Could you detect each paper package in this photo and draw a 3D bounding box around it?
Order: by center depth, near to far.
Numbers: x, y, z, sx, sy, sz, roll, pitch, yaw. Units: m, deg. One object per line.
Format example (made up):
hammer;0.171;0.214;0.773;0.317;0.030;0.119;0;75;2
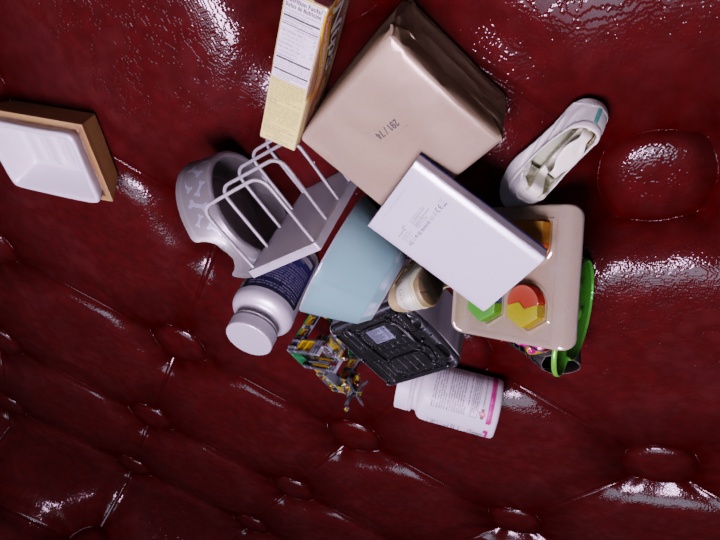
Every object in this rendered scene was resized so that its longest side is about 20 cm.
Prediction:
paper package;0.056;-0.195;0.759;0.190;0.104;0.199;38;136;-16

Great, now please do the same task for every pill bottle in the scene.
pill bottle;-0.153;0.042;1.024;0.110;0.201;0.112;12;138;11
pill bottle;0.171;0.245;1.159;0.197;0.114;0.114;13;138;10

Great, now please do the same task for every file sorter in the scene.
file sorter;-0.103;-0.117;0.842;0.138;0.201;0.125;-19;121;37

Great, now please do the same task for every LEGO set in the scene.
LEGO set;-0.032;0.150;1.121;0.115;0.154;0.201;-2;128;49

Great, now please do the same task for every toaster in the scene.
toaster;0.075;0.093;1.039;0.199;0.119;0.181;-26;120;41

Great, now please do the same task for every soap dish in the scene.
soap dish;-0.526;-0.207;1.021;0.197;0.082;0.159;11;138;12

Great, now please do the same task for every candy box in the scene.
candy box;-0.066;-0.264;0.730;0.055;0.116;0.201;22;139;-1

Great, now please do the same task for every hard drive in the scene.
hard drive;0.121;-0.043;0.772;0.199;0.025;0.132;36;136;-4

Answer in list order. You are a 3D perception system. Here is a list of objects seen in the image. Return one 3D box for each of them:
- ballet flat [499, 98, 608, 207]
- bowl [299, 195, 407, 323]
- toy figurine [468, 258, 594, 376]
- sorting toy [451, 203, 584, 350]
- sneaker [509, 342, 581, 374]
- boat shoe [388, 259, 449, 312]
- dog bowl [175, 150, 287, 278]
ballet flat;0.240;-0.134;0.769;0.069;0.070;0.200;28;139;-7
bowl;0.000;0.000;0.903;0.104;0.202;0.202;30;139;3
toy figurine;0.236;0.059;0.901;0.182;0.200;0.152;10;131;32
sorting toy;0.206;0.004;0.819;0.036;0.188;0.199;3;-179;-39
sneaker;0.265;0.107;0.978;0.197;0.107;0.075;0;134;24
boat shoe;0.094;0.008;0.889;0.066;0.200;0.075;-20;95;27
dog bowl;-0.187;-0.092;0.912;0.058;0.201;0.200;-26;121;26
